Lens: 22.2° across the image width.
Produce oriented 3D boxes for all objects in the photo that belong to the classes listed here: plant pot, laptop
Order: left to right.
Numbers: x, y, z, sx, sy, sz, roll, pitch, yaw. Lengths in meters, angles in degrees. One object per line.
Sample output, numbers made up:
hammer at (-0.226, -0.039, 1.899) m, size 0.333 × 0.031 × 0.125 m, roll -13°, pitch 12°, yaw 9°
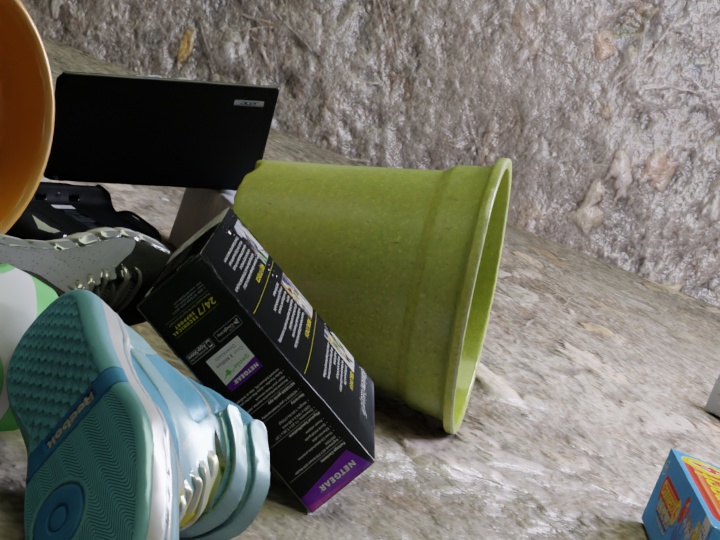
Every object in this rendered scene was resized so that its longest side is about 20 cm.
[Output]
plant pot at (-0.322, -0.103, 1.137) m, size 0.200 × 0.201 × 0.183 m, roll 14°, pitch -4°, yaw -41°
laptop at (-0.174, -0.124, 1.525) m, size 0.176 × 0.104 × 0.200 m, roll 3°, pitch 14°, yaw -13°
plant pot at (0.000, 0.000, 1.319) m, size 0.183 × 0.202 × 0.200 m, roll 12°, pitch 7°, yaw 9°

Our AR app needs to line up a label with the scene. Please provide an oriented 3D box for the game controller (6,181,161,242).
game controller at (-0.231, -0.037, 1.442) m, size 0.104 × 0.042 × 0.200 m, roll 39°, pitch 13°, yaw 15°

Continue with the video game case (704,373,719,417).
video game case at (0.477, 0.173, 1.842) m, size 0.199 × 0.046 × 0.181 m, roll 17°, pitch 9°, yaw -29°

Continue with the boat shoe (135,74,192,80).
boat shoe at (-0.275, -0.231, 2.414) m, size 0.071 × 0.070 × 0.201 m, roll 26°, pitch 11°, yaw 9°

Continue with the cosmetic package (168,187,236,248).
cosmetic package at (-0.086, -0.020, 1.550) m, size 0.101 × 0.074 × 0.200 m, roll 18°, pitch 7°, yaw -22°

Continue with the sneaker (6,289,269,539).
sneaker at (-0.081, 0.098, 0.808) m, size 0.130 × 0.080 × 0.200 m, roll 38°, pitch 17°, yaw -32°

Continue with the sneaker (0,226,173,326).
sneaker at (-0.167, 0.028, 1.087) m, size 0.199 × 0.075 × 0.115 m, roll 2°, pitch 26°, yaw -43°

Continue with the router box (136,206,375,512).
router box at (-0.055, 0.045, 1.073) m, size 0.149 × 0.051 × 0.200 m, roll 50°, pitch 6°, yaw -6°

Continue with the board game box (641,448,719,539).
board game box at (0.290, 0.197, 1.179) m, size 0.195 × 0.056 × 0.200 m, roll 22°, pitch 8°, yaw -1°

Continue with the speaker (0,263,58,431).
speaker at (-0.245, 0.018, 0.860) m, size 0.199 × 0.089 × 0.088 m, roll 17°, pitch 9°, yaw -27°
